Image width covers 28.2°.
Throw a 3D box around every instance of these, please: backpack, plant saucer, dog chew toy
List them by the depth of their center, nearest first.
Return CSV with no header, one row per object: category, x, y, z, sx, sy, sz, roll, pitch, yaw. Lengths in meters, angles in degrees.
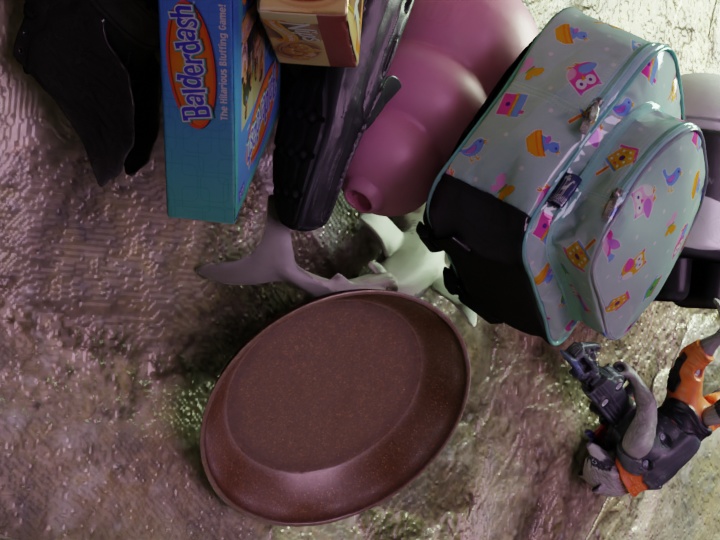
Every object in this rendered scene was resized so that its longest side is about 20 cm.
backpack,0.150,-0.065,0.968,0.202,0.152,0.176,-63,152,-17
plant saucer,-0.020,0.089,0.990,0.198,0.037,0.202,-13,128,-17
dog chew toy,0.047,-0.120,1.021,0.125,0.124,0.201,54,55,-30

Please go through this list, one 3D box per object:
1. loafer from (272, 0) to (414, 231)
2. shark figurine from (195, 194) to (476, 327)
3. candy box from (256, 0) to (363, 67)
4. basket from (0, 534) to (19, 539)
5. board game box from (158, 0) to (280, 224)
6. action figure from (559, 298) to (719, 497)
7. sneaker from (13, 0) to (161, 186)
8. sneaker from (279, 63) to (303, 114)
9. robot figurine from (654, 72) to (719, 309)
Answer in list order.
loafer,-0.005,-0.121,0.935,0.070,0.068,0.203,14,93,-33
shark figurine,-0.005,0.014,1.025,0.213,0.089,0.129,-14,68,-48
candy box,-0.022,-0.232,0.844,0.115,0.054,0.203,62,33,-83
basket,-0.174,0.264,0.828,0.199,0.160,0.201,29,74,-38
board game box,-0.079,-0.153,0.839,0.153,0.044,0.202,-76,170,-58
action figure,0.258,0.118,1.219,0.193,0.105,0.199,-44,133,11
sneaker,-0.180,-0.158,0.852,0.200,0.104,0.060,47,27,6
sneaker,-0.052,-0.209,0.967,0.115,0.076,0.200,-53,127,-28
robot figurine,0.289,-0.070,1.250,0.150,0.123,0.203,13,84,-59
